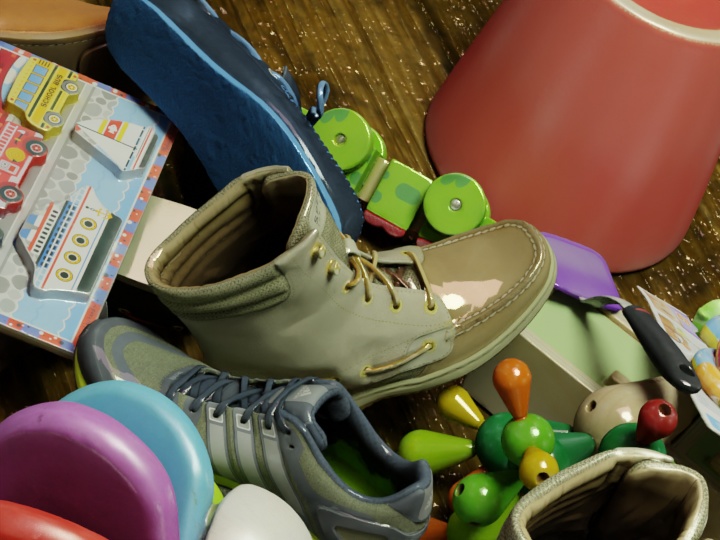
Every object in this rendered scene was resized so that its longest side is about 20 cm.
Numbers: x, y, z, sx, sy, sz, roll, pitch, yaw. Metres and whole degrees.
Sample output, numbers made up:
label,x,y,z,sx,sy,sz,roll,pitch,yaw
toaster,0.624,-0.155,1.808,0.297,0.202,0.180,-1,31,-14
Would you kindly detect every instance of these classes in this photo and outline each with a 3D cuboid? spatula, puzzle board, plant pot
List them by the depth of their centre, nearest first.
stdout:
label,x,y,z,sx,sy,sz,roll,pitch,yaw
puzzle board,-0.187,-0.051,1.003,0.150,0.017,0.200,22,42,-5
spatula,0.143,0.023,1.060,0.056,0.021,0.200,20,13,-21
plant pot,0.163,-0.127,1.238,0.200,0.177,0.201,15,43,-14

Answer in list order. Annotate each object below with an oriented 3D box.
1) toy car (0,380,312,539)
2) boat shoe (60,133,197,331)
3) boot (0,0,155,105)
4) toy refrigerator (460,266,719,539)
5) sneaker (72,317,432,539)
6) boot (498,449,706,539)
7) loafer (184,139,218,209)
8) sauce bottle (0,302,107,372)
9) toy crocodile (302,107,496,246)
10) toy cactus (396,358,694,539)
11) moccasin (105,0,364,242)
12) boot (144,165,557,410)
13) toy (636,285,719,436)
label,x,y,z,sx,sy,sz,roll,pitch,yaw
toy car,-0.123,0.128,0.817,0.175,0.150,0.200,7,37,19
boat shoe,-0.162,-0.028,1.060,0.201,0.063,0.074,27,63,1
boot,-0.199,-0.157,1.158,0.200,0.077,0.155,-20,53,-18
toy refrigerator,0.164,0.091,1.094,0.200,0.070,0.076,40,42,15
sneaker,-0.047,0.075,0.923,0.200,0.081,0.074,31,38,4
boot,0.127,0.144,0.868,0.200,0.155,0.072,-5,49,-29
loafer,-0.050,-0.041,1.129,0.072,0.073,0.200,4,54,-36
sauce bottle,-0.222,0.034,0.959,0.200,0.065,0.065,-11,53,-34
toy crocodile,0.019,-0.048,1.175,0.200,0.062,0.068,30,0,6
toy cactus,0.103,0.085,0.992,0.165,0.200,0.102,-19,90,-37
moccasin,-0.057,-0.093,1.058,0.068,0.080,0.200,-22,70,-46
boot,0.000,0.000,0.981,0.200,0.155,0.072,-26,51,-2
toy,0.225,0.060,1.061,0.115,0.047,0.200,33,13,-14
